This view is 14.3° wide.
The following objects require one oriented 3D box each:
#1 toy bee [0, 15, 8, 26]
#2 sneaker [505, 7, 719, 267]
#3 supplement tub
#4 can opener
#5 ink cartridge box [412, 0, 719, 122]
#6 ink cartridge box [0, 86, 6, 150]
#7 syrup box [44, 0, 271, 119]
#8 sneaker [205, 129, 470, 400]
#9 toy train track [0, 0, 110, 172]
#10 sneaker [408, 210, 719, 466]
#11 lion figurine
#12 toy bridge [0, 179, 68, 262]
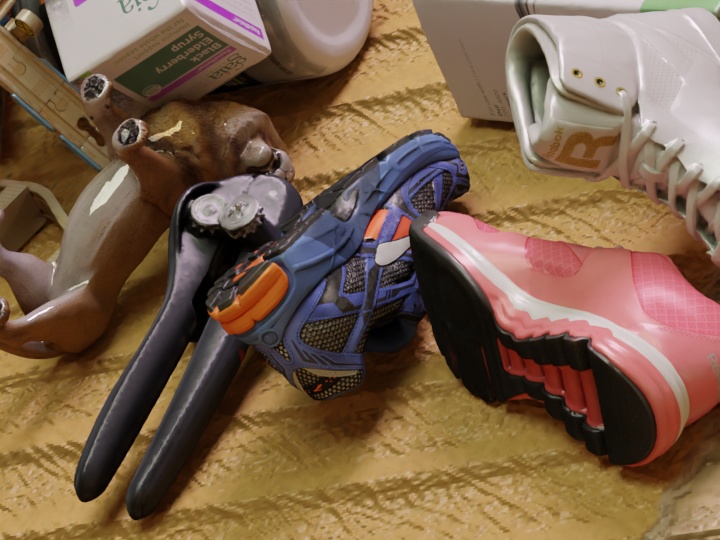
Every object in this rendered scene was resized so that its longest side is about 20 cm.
[{"bbox_3d":[-0.233,-0.140,1.539,0.130,0.109,0.201,-23,65,13],"label":"toy bee"},{"bbox_3d":[0.129,-0.039,1.229,0.115,0.074,0.200,-2,40,-27],"label":"sneaker"},{"bbox_3d":[-0.103,-0.156,1.595,0.199,0.123,0.123,-7,37,31],"label":"supplement tub"},{"bbox_3d":[-0.077,0.034,1.364,0.063,0.079,0.201,6,50,19],"label":"can opener"},{"bbox_3d":[0.145,-0.141,1.422,0.199,0.085,0.146,9,46,43],"label":"ink cartridge box"},{"bbox_3d":[-0.310,-0.109,1.711,0.199,0.050,0.163,-6,33,-1],"label":"ink cartridge box"},{"bbox_3d":[-0.123,-0.183,1.493,0.079,0.081,0.201,-30,60,22],"label":"syrup box"},{"bbox_3d":[0.000,0.000,1.348,0.075,0.079,0.200,-30,8,39],"label":"sneaker"},{"bbox_3d":[-0.168,-0.101,1.495,0.115,0.200,0.032,-54,15,-19],"label":"toy train track"},{"bbox_3d":[0.097,0.020,1.258,0.086,0.074,0.200,-26,34,-23],"label":"sneaker"},{"bbox_3d":[-0.126,-0.018,1.449,0.200,0.123,0.072,-45,56,-3],"label":"lion figurine"},{"bbox_3d":[-0.197,-0.020,1.560,0.199,0.027,0.067,8,46,43],"label":"toy bridge"}]
